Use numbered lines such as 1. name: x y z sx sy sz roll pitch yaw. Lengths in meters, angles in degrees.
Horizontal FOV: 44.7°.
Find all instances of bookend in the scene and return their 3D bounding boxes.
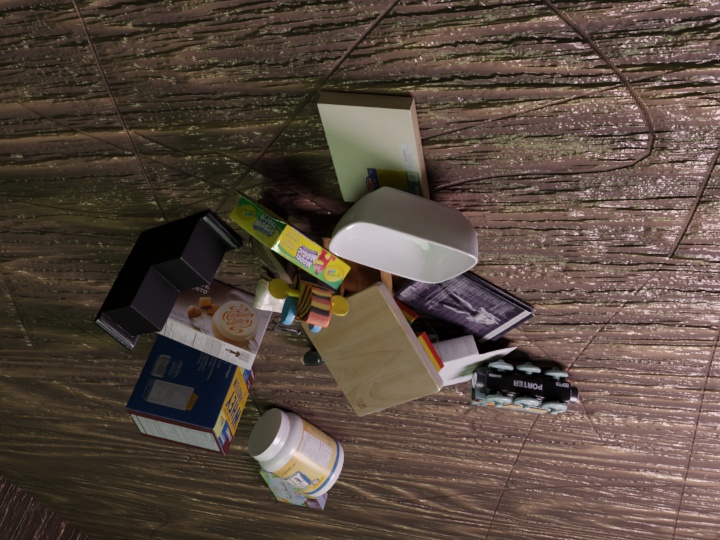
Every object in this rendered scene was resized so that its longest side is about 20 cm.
1. bookend: -0.328 0.019 1.504 0.198 0.201 0.092 -14 134 39

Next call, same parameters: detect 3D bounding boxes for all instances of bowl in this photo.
1. bowl: 0.062 -0.054 1.277 0.197 0.076 0.200 15 164 -13

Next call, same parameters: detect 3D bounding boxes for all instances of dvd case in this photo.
1. dvd case: 0.173 0.054 1.475 0.198 0.016 0.149 28 146 -14

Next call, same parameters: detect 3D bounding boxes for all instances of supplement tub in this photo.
1. supplement tub: -0.152 0.426 2.062 0.199 0.146 0.144 37 143 -27

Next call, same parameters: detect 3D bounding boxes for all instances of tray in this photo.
1. tray: 0.000 0.000 1.466 0.097 0.037 0.201 9 145 14

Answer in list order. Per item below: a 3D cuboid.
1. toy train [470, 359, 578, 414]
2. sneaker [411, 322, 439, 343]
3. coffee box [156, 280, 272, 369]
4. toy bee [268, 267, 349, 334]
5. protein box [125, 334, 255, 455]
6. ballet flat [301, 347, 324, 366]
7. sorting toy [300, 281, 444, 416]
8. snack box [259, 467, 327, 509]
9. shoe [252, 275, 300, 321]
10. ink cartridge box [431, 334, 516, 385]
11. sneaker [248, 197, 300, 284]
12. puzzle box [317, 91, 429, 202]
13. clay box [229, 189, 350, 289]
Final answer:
1. toy train: 0.290 0.216 1.587 0.196 0.087 0.114 8 161 -7
2. sneaker: 0.048 0.152 1.596 0.196 0.079 0.080 -9 155 3
3. coffee box: -0.277 0.090 1.664 0.197 0.116 0.080 23 148 -5
4. toy bee: -0.095 0.039 1.406 0.130 0.111 0.198 20 166 -39
5. protein box: -0.355 0.256 1.864 0.197 0.201 0.136 11 147 11
6. ballet flat: -0.052 0.143 1.700 0.199 0.066 0.058 -28 87 47
7. sorting toy: 0.028 0.124 1.473 0.199 0.069 0.201 -25 100 43
8. snack box: -0.180 0.580 2.388 0.140 0.054 0.201 8 146 19
9. shoe: -0.125 0.059 1.545 0.069 0.054 0.199 16 174 32
10. ink cartridge box: 0.162 0.169 1.591 0.171 0.044 0.200 -11 160 -27
11. sneaker: -0.158 -0.045 1.447 0.074 0.071 0.201 10 145 20
12. puzzle box: 0.022 -0.164 1.224 0.131 0.026 0.201 7 146 16
13. clay box: -0.112 -0.047 1.322 0.114 0.048 0.199 35 -179 40
